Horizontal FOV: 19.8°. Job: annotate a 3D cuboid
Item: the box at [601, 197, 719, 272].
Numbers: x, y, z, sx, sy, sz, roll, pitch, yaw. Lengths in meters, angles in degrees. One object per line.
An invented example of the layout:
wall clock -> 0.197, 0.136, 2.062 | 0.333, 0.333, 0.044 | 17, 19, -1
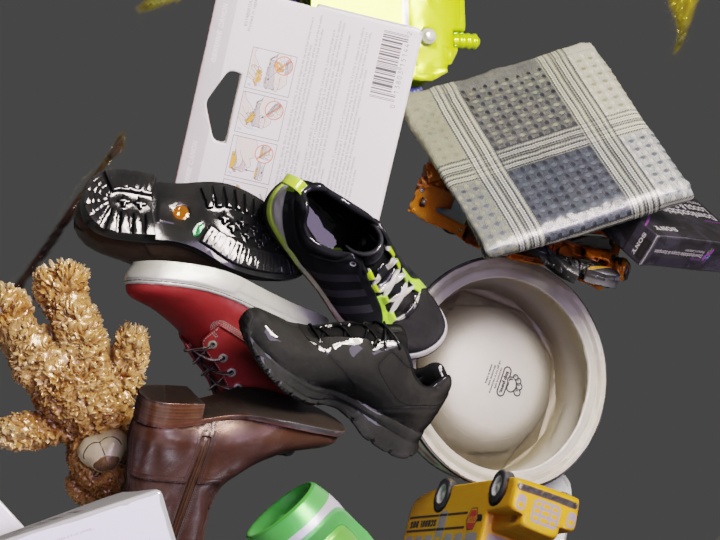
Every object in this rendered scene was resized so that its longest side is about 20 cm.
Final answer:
box -> 0.228, -0.071, 1.792 | 0.142, 0.036, 0.200 | 4, 35, -47

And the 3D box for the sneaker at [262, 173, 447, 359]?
sneaker -> 0.000, 0.000, 1.672 | 0.200, 0.083, 0.072 | 42, 70, -17

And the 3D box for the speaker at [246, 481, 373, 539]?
speaker -> -0.006, 0.274, 1.706 | 0.088, 0.088, 0.201 | -41, 98, -23

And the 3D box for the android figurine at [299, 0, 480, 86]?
android figurine -> 0.011, -0.225, 1.793 | 0.198, 0.041, 0.184 | 3, 84, -19

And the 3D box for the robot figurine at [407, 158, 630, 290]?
robot figurine -> 0.141, -0.041, 1.776 | 0.198, 0.145, 0.059 | 20, 104, 0

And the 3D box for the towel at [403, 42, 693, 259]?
towel -> 0.152, -0.100, 1.733 | 0.191, 0.035, 0.201 | -17, 51, -12

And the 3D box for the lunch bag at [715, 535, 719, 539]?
lunch bag -> 0.353, 0.352, 1.831 | 0.164, 0.117, 0.201 | -37, 103, -23

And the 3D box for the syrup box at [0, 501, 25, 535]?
syrup box -> -0.257, 0.268, 1.604 | 0.081, 0.079, 0.200 | -43, 99, -21

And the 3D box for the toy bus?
toy bus -> 0.103, 0.215, 1.698 | 0.065, 0.200, 0.079 | 22, 74, -18

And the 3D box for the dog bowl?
dog bowl -> 0.110, 0.092, 1.790 | 0.198, 0.074, 0.202 | 4, 80, -23

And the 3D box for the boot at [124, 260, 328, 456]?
boot -> -0.118, 0.080, 1.678 | 0.199, 0.072, 0.146 | 25, 74, -37

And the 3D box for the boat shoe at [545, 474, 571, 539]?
boat shoe -> 0.141, 0.260, 1.779 | 0.074, 0.068, 0.201 | 27, 72, -17

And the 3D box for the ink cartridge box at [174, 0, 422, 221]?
ink cartridge box -> -0.055, -0.125, 1.734 | 0.175, 0.045, 0.202 | 13, 97, -3

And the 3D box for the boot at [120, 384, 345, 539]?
boot -> -0.119, 0.195, 1.653 | 0.185, 0.064, 0.202 | 8, 106, -22

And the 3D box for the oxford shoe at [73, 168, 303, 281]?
oxford shoe -> -0.140, -0.030, 1.699 | 0.198, 0.084, 0.073 | 16, 62, -16

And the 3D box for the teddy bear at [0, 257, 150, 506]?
teddy bear -> -0.229, 0.089, 1.650 | 0.144, 0.067, 0.202 | -8, 85, -21

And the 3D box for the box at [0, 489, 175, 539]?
box -> -0.201, 0.280, 1.523 | 0.151, 0.106, 0.202 | -16, 89, -23

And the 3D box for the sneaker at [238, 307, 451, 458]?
sneaker -> -0.011, 0.070, 1.657 | 0.199, 0.076, 0.091 | 31, 104, -33

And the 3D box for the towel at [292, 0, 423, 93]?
towel -> -0.037, -0.221, 1.803 | 0.144, 0.024, 0.202 | -22, 91, -23
